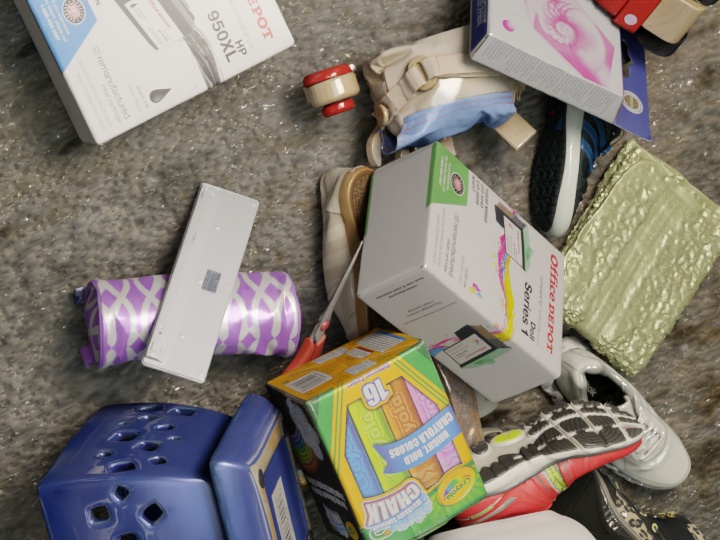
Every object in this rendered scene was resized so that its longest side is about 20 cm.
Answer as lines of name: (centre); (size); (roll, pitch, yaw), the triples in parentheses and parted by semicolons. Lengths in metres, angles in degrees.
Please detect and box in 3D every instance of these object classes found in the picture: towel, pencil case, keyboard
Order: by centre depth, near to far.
keyboard: (-0.139, 0.008, 1.585); (0.056, 0.011, 0.201); (21, 55, -10)
pencil case: (-0.152, 0.047, 1.612); (0.199, 0.084, 0.086); (-2, 128, -17)
towel: (0.267, -0.011, 1.761); (0.148, 0.036, 0.201); (37, 76, -15)

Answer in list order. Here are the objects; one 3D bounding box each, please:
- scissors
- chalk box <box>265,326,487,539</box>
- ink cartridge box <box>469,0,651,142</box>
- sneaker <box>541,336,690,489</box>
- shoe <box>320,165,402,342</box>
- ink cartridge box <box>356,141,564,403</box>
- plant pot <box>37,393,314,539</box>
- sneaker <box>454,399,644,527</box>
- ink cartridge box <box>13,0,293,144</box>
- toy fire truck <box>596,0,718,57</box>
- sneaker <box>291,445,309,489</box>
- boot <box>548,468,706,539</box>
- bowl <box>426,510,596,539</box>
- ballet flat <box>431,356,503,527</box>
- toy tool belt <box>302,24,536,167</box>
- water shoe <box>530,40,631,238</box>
scissors: (-0.041, 0.060, 1.618); (0.073, 0.014, 0.201); (-32, 152, -42)
chalk box: (0.022, 0.169, 1.588); (0.123, 0.125, 0.201); (-27, 103, -16)
ink cartridge box: (0.192, -0.235, 1.652); (0.199, 0.043, 0.197); (21, 47, -20)
sneaker: (0.257, 0.149, 1.763); (0.200, 0.081, 0.075); (43, 81, -20)
shoe: (0.000, 0.000, 1.678); (0.070, 0.053, 0.201); (-24, 111, -48)
ink cartridge box: (0.096, 0.005, 1.628); (0.200, 0.084, 0.145); (38, 43, -34)
plant pot: (-0.145, 0.223, 1.545); (0.179, 0.200, 0.201); (-11, 103, 10)
sneaker: (0.172, 0.186, 1.692); (0.199, 0.077, 0.085); (-19, 124, -6)
ink cartridge box: (-0.179, -0.218, 1.568); (0.199, 0.084, 0.145); (-29, 105, -14)
toy fire truck: (0.250, -0.327, 1.657); (0.199, 0.129, 0.177); (30, 45, -7)
sneaker: (-0.027, 0.157, 1.682); (0.199, 0.076, 0.088); (-5, 82, -21)
boot: (0.259, 0.247, 1.775); (0.074, 0.204, 0.153); (-48, 153, 20)
bowl: (0.117, 0.288, 1.689); (0.198, 0.200, 0.075); (-9, 67, -17)
ballet flat: (0.102, 0.151, 1.723); (0.067, 0.068, 0.201); (-22, 113, -20)
toy tool belt: (0.057, -0.145, 1.638); (0.199, 0.125, 0.124); (-18, 94, -15)
water shoe: (0.218, -0.128, 1.720); (0.078, 0.071, 0.201); (7, 95, -21)
